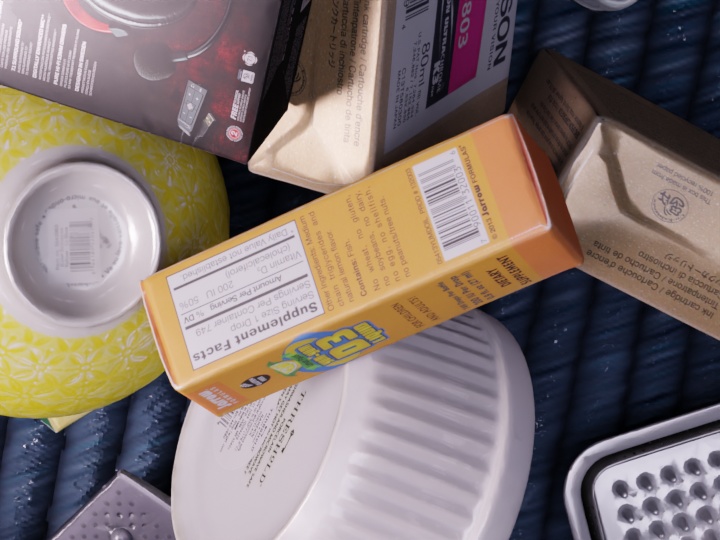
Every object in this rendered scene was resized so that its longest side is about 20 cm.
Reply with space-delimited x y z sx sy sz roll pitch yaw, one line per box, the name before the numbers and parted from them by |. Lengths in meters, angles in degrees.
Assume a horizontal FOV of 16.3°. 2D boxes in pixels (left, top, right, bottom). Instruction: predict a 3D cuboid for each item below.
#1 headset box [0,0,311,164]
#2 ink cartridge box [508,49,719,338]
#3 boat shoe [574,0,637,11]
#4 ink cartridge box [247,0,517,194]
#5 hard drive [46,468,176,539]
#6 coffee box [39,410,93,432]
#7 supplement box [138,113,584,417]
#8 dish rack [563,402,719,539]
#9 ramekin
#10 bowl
headset box | -0.120 -0.155 1.150 0.199 0.075 0.149 19 118 7
ink cartridge box | 0.175 -0.025 1.305 0.199 0.165 0.075 27 101 -12
boat shoe | 0.107 -0.230 1.307 0.070 0.072 0.202 -23 104 -2
ink cartridge box | 0.018 -0.155 1.241 0.075 0.165 0.201 16 117 25
hard drive | -0.098 0.207 1.381 0.200 0.042 0.135 43 106 -14
coffee box | -0.158 -0.030 1.319 0.122 0.044 0.201 -29 105 -15
supplement box | 0.000 0.000 1.188 0.199 0.067 0.069 -22 68 13
dish rack | 0.210 0.167 1.423 0.170 0.044 0.201 -16 104 -3
ramekin | -0.012 0.097 1.288 0.105 0.200 0.201 23 99 -29
bowl | -0.150 -0.017 1.243 0.199 0.108 0.202 -2 97 -19
